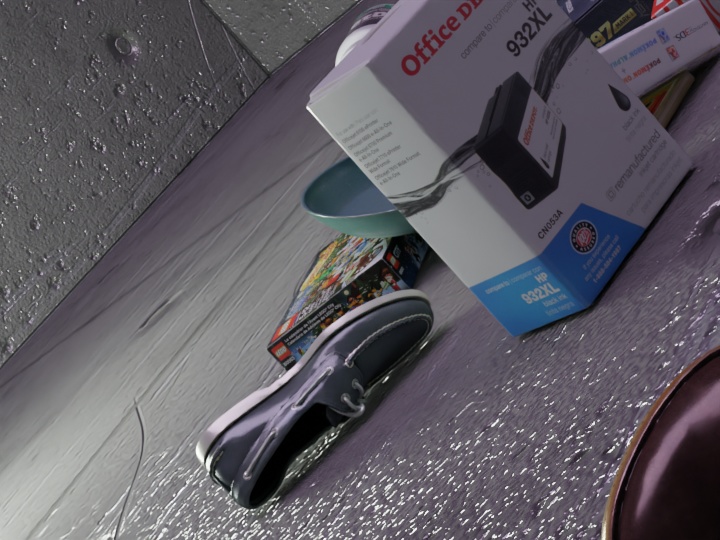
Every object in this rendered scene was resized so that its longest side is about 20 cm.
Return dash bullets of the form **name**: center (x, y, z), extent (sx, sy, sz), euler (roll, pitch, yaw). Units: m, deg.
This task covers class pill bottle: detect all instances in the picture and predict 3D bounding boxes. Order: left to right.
- **pill bottle**: center (0.027, -0.274, 2.280), extent (0.113, 0.113, 0.200), euler (-39, 12, 18)

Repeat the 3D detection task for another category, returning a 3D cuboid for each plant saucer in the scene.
- **plant saucer**: center (0.048, -0.074, 1.478), extent (0.199, 0.036, 0.200), euler (-17, 20, 6)

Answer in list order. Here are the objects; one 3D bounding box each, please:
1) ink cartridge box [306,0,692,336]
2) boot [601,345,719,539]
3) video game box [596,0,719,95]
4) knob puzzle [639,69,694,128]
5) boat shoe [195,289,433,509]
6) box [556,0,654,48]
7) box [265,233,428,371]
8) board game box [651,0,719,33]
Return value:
- **ink cartridge box**: center (0.088, -0.085, 1.080), extent (0.145, 0.200, 0.084), euler (-49, 12, -31)
- **boot**: center (0.179, 0.046, 0.585), extent (0.200, 0.072, 0.166), euler (-42, 8, -12)
- **video game box**: center (0.142, -0.120, 1.293), extent (0.182, 0.047, 0.200), euler (-29, 2, -40)
- **knob puzzle**: center (0.138, -0.060, 1.265), extent (0.219, 0.030, 0.220), euler (-41, 11, 10)
- **boat shoe**: center (-0.021, 0.093, 1.229), extent (0.200, 0.073, 0.062), euler (-37, 54, -3)
- **box**: center (0.196, -0.220, 1.618), extent (0.158, 0.051, 0.200), euler (-42, 10, 15)
- **box**: center (0.000, 0.000, 1.512), extent (0.136, 0.038, 0.200), euler (-38, 12, 24)
- **board game box**: center (0.306, -0.258, 1.377), extent (0.151, 0.046, 0.200), euler (-38, 12, 24)
